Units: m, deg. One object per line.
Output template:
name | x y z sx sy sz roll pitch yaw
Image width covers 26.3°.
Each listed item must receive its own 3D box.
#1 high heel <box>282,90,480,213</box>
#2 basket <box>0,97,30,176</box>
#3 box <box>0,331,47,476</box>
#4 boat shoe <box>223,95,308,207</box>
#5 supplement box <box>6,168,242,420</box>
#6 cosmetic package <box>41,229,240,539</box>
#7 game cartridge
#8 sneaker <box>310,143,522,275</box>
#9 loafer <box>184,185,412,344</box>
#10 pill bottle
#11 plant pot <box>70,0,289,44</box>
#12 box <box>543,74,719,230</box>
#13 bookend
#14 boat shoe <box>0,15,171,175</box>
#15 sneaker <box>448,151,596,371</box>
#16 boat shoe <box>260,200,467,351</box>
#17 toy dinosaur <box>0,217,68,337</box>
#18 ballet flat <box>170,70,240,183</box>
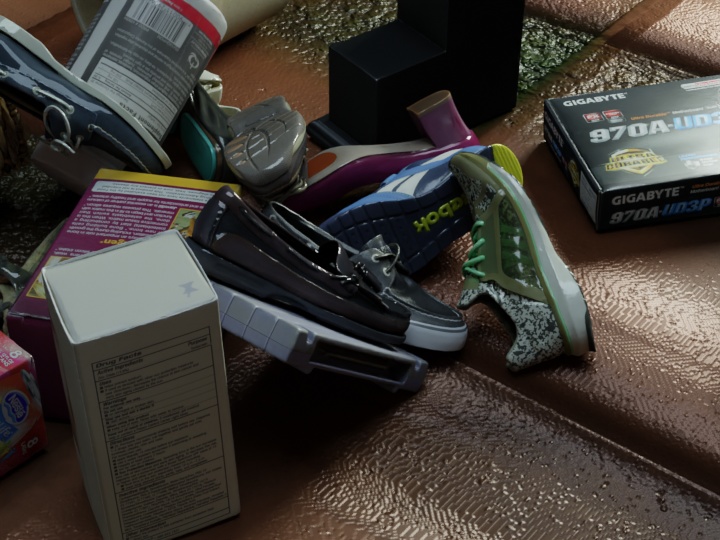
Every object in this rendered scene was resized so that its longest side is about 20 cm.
high heel | 0.017 -0.075 1.389 0.199 0.097 0.068 -27 23 2
basket | -0.412 -0.143 1.362 0.148 0.144 0.199 -28 29 -32
box | -0.334 0.076 1.152 0.199 0.096 0.099 31 48 34
boat shoe | -0.071 -0.094 1.322 0.074 0.074 0.200 -23 19 5
supplement box | -0.175 0.020 1.215 0.130 0.104 0.201 8 38 11
cosmetic package | -0.147 0.086 1.051 0.102 0.201 0.087 -16 41 -19
game cartridge | -0.047 0.045 1.146 0.129 0.039 0.200 22 1 31
sneaker | 0.042 -0.047 1.323 0.199 0.075 0.082 -25 19 -16
loafer | -0.035 -0.001 1.128 0.199 0.063 0.072 22 6 -32
pill bottle | -0.213 -0.165 1.389 0.110 0.111 0.201 24 79 29
plant pot | -0.168 -0.307 1.582 0.199 0.202 0.183 27 34 31
box | 0.285 -0.112 1.419 0.198 0.046 0.160 -8 39 -9
bookend | 0.051 -0.222 1.441 0.199 0.200 0.092 -26 46 -28
boat shoe | -0.249 -0.133 1.283 0.199 0.075 0.062 38 74 -4
sneaker | 0.109 -0.006 1.233 0.088 0.077 0.201 -26 67 -7
boat shoe | 0.000 0.000 1.237 0.199 0.067 0.070 25 17 17
toy dinosaur | -0.294 0.013 1.275 0.087 0.048 0.201 11 37 -8
ballet flat | -0.154 -0.149 1.469 0.068 0.068 0.200 -13 49 -31
